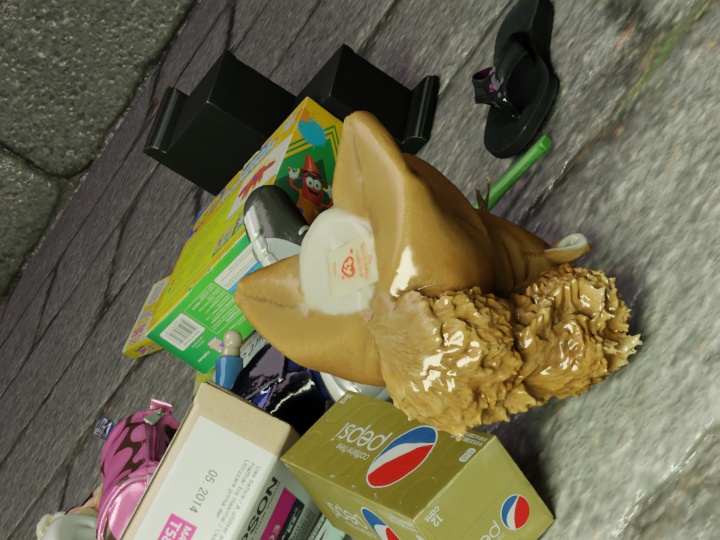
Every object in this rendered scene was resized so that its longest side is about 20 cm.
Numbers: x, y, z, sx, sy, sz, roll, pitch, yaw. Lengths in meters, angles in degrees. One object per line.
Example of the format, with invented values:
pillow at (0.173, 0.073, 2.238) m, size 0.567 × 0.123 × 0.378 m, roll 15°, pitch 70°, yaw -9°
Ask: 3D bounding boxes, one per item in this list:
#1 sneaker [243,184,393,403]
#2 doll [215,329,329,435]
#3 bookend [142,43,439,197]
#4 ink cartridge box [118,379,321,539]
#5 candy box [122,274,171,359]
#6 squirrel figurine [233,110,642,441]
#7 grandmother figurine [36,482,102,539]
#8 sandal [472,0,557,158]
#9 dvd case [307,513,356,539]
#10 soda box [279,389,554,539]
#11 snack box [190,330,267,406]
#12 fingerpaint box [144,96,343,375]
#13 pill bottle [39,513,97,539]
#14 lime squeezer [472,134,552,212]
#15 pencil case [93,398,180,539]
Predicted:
sneaker at (0.000, 0.000, 1.046) m, size 0.115 × 0.202 × 0.075 m, roll -38°, pitch -18°, yaw 26°
doll at (-0.062, 0.087, 1.122) m, size 0.201 × 0.136 × 0.048 m, roll -51°, pitch -26°, yaw 0°
bookend at (-0.066, -0.144, 1.333) m, size 0.199 × 0.198 × 0.093 m, roll -43°, pitch 24°, yaw 42°
ink cartridge box at (-0.103, 0.197, 0.980) m, size 0.202 × 0.074 × 0.165 m, roll -62°, pitch -17°, yaw -12°
candy box at (-0.238, 0.050, 1.766) m, size 0.199 × 0.026 × 0.103 m, roll -20°, pitch 45°, yaw 63°
squirrel figurine at (0.064, 0.020, 0.828) m, size 0.200 × 0.185 × 0.143 m, roll 45°, pitch 113°, yaw 38°
grandmother figurine at (-0.311, 0.284, 1.566) m, size 0.121 × 0.061 × 0.200 m, roll -38°, pitch 3°, yaw -30°
sandal at (0.113, -0.158, 1.120) m, size 0.075 × 0.048 × 0.202 m, roll -47°, pitch 22°, yaw 34°
dvd case at (-0.007, 0.215, 0.918) m, size 0.147 × 0.022 × 0.200 m, roll -59°, pitch 17°, yaw 2°
soda box at (0.026, 0.128, 0.846) m, size 0.068 × 0.064 × 0.199 m, roll -42°, pitch 17°, yaw -17°
snack box at (-0.082, 0.084, 1.261) m, size 0.200 × 0.053 × 0.143 m, roll -49°, pitch 22°, yaw 29°
fingerpaint box at (-0.092, -0.028, 1.267) m, size 0.200 × 0.073 × 0.168 m, roll -42°, pitch 22°, yaw 41°
pill bottle at (-0.279, 0.333, 1.298) m, size 0.201 × 0.119 × 0.120 m, roll -54°, pitch 19°, yaw 16°
lime squeezer at (0.065, -0.032, 1.076) m, size 0.200 × 0.037 × 0.071 m, roll -40°, pitch 26°, yaw 47°
pencil case at (-0.169, 0.171, 1.134) m, size 0.095 × 0.090 × 0.200 m, roll -64°, pitch 14°, yaw 5°
